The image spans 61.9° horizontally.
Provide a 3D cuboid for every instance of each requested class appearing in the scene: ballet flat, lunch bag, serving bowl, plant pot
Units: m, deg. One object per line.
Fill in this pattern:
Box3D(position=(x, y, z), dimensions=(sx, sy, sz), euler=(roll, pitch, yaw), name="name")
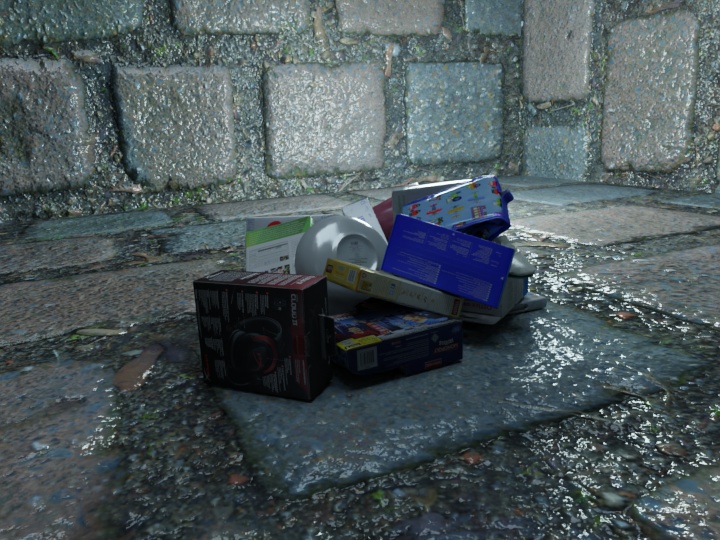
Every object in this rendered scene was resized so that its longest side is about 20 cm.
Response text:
Box3D(position=(0.222, -0.036, 1.044), dimensions=(0.068, 0.072, 0.199), euler=(-9, 15, -27), name="ballet flat")
Box3D(position=(0.173, -0.091, 1.048), dimensions=(0.197, 0.095, 0.152), euler=(-28, 27, 22), name="lunch bag")
Box3D(position=(-0.018, -0.014, 1.086), dimensions=(0.195, 0.205, 0.066), euler=(-10, -17, -30), name="serving bowl")
Box3D(position=(0.083, -0.090, 1.456), dimensions=(0.174, 0.205, 0.200), euler=(-16, 12, 9), name="plant pot")

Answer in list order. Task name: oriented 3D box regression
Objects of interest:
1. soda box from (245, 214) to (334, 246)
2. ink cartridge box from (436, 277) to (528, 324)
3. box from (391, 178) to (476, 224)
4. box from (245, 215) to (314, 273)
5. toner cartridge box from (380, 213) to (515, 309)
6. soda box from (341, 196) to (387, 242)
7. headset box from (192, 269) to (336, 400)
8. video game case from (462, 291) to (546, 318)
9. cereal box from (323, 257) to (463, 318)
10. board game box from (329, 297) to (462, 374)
Box3D(position=(-0.145, -0.077, 1.292), dimensions=(0.194, 0.066, 0.068), euler=(-1, -14, 8), name="soda box")
Box3D(position=(0.218, 0.029, 1.069), dimensions=(0.113, 0.070, 0.199), euler=(5, 16, 30), name="ink cartridge box")
Box3D(position=(0.169, -0.081, 1.259), dimensions=(0.194, 0.206, 0.171), euler=(-6, 8, 4), name="box")
Box3D(position=(-0.150, -0.009, 1.155), dimensions=(0.140, 0.037, 0.204), euler=(-13, 50, 5), name="box")
Box3D(position=(0.138, -0.016, 0.956), dimensions=(0.195, 0.098, 0.043), euler=(19, 3, 15), name="toner cartridge box")
Box3D(position=(0.021, -0.062, 1.323), dimensions=(0.067, 0.064, 0.203), euler=(-21, 55, -4), name="soda box")
Box3D(position=(-0.124, 0.084, 0.822), dimensions=(0.194, 0.153, 0.075), euler=(2, 14, 24), name="headset box")
Box3D(position=(0.230, 0.050, 1.172), dimensions=(0.177, 0.023, 0.199), euler=(-8, 14, -21), name="video game case")
Box3D(position=(0.051, 0.029, 0.978), dimensions=(0.195, 0.041, 0.143), euler=(17, 0, -25), name="cereal box")
Box3D(position=(0.022, 0.100, 0.924), dimensions=(0.195, 0.064, 0.199), euler=(-10, 14, -26), name="board game box")
